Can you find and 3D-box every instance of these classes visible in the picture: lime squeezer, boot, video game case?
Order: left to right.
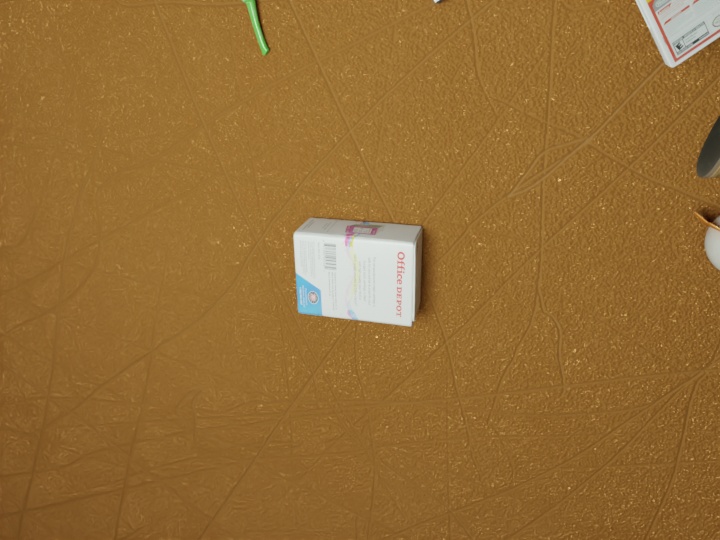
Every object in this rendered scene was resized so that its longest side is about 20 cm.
[{"bbox_3d":[-0.194,-0.422,0.863,0.200,0.038,0.071,45,148,-6],"label":"lime squeezer"},{"bbox_3d":[0.348,-0.337,0.601,0.142,0.018,0.200,-33,116,18],"label":"video game case"},{"bbox_3d":[0.508,-0.197,0.730,0.075,0.074,0.201,23,115,-6],"label":"boot"}]

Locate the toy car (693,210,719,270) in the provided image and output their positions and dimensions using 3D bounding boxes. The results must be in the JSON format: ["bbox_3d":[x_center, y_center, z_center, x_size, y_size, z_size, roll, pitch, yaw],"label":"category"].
[{"bbox_3d":[0.527,-0.023,0.751,0.199,0.177,0.186,28,108,17],"label":"toy car"}]

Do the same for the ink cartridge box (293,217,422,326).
[{"bbox_3d":[0.000,0.000,0.952,0.198,0.085,0.146,6,115,15],"label":"ink cartridge box"}]

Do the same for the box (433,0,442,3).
[{"bbox_3d":[0.140,-0.467,0.730,0.199,0.048,0.159,-27,103,25],"label":"box"}]
